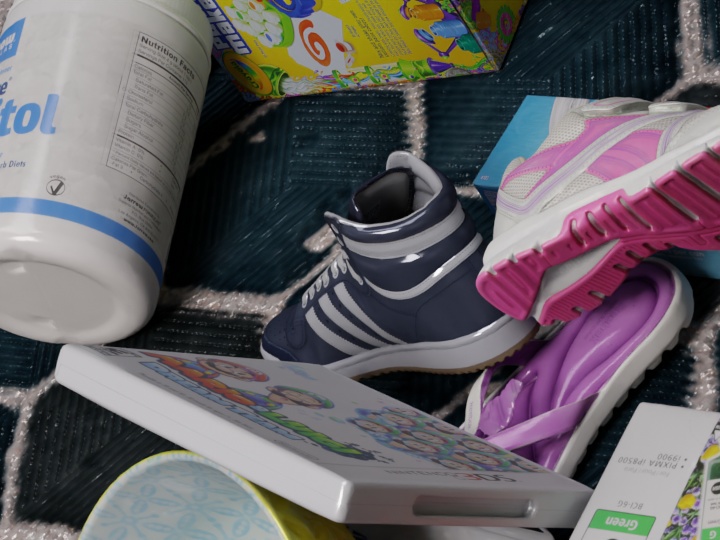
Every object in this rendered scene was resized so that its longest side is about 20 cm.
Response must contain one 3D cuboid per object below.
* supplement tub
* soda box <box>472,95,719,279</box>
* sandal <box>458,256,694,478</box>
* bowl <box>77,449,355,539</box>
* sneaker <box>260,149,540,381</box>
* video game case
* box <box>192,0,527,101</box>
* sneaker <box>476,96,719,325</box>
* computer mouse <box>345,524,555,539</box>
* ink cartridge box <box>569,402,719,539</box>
[{"bbox_3d":[-0.168,-0.069,1.621,0.132,0.132,0.200,-9,56,31],"label":"supplement tub"},{"bbox_3d":[0.162,-0.043,1.416,0.200,0.064,0.068,8,56,42],"label":"soda box"},{"bbox_3d":[0.087,0.064,1.373,0.203,0.050,0.082,-50,37,-14],"label":"sandal"},{"bbox_3d":[-0.044,0.184,1.285,0.200,0.108,0.200,-2,87,48],"label":"bowl"},{"bbox_3d":[0.000,0.000,1.435,0.200,0.109,0.070,-7,31,50],"label":"sneaker"},{"bbox_3d":[-0.016,0.079,1.289,0.200,0.182,0.024,22,100,41],"label":"video game case"},{"bbox_3d":[-0.023,-0.219,1.632,0.192,0.200,0.122,-4,48,34],"label":"box"},{"bbox_3d":[0.141,-0.053,1.327,0.200,0.081,0.088,-23,51,24],"label":"sneaker"},{"bbox_3d":[0.014,0.135,1.336,0.200,0.044,0.110,10,87,42],"label":"computer mouse"},{"bbox_3d":[0.140,0.157,1.236,0.109,0.050,0.200,5,53,41],"label":"ink cartridge box"}]
